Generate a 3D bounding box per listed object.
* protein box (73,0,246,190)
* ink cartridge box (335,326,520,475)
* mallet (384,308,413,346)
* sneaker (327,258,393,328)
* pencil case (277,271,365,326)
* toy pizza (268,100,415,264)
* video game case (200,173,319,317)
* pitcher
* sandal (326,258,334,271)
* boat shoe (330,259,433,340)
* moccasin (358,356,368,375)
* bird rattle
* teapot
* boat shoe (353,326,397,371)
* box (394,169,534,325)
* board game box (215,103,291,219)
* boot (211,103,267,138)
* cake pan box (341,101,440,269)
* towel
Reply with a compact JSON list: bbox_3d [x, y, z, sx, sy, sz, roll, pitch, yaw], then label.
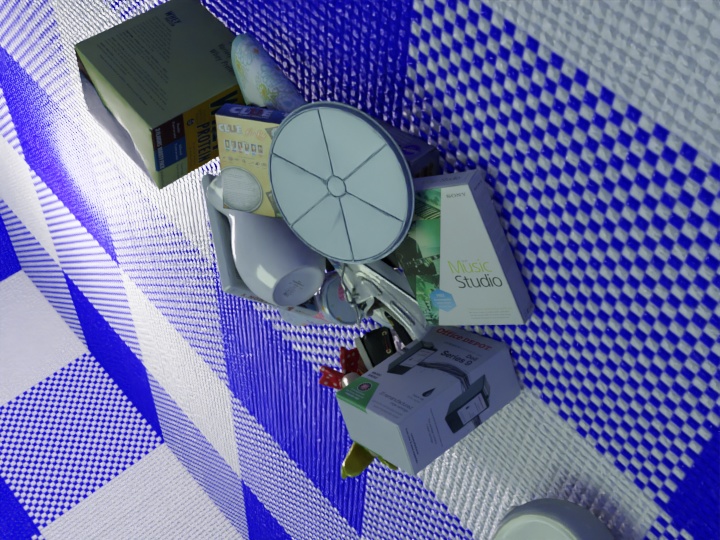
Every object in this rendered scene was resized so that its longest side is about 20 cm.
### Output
[{"bbox_3d":[-0.273,-0.266,1.415,0.199,0.199,0.135,45,153,21],"label":"protein box"},{"bbox_3d":[0.090,0.163,1.282,0.146,0.199,0.085,16,131,53],"label":"ink cartridge box"},{"bbox_3d":[0.088,0.128,1.379,0.066,0.041,0.200,29,158,41],"label":"mallet"},{"bbox_3d":[0.000,0.000,1.403,0.201,0.072,0.073,55,164,10],"label":"sneaker"},{"bbox_3d":[-0.062,0.049,1.551,0.091,0.083,0.200,43,159,-17],"label":"pencil case"},{"bbox_3d":[-0.021,-0.103,1.133,0.199,0.032,0.202,15,122,26],"label":"toy pizza"},{"bbox_3d":[-0.150,-0.036,1.445,0.023,0.182,0.201,-35,55,29],"label":"video game case"},{"bbox_3d":[-0.115,-0.041,1.365,0.171,0.121,0.200,25,-154,-52],"label":"pitcher"},{"bbox_3d":[-0.084,-0.079,1.477,0.075,0.048,0.202,27,142,46],"label":"sandal"},{"bbox_3d":[0.014,0.033,1.308,0.201,0.086,0.075,34,174,22],"label":"boat shoe"},{"bbox_3d":[0.048,0.223,1.562,0.202,0.078,0.074,57,157,-2],"label":"moccasin"},{"bbox_3d":[0.008,0.209,1.456,0.163,0.112,0.202,134,123,-79],"label":"bird rattle"},{"bbox_3d":[0.279,0.398,1.298,0.197,0.145,0.201,-30,67,36],"label":"teapot"},{"bbox_3d":[0.057,0.179,1.461,0.074,0.063,0.202,59,-174,-69],"label":"boat shoe"},{"bbox_3d":[0.109,-0.021,1.154,0.144,0.036,0.201,-4,122,39],"label":"box"},{"bbox_3d":[-0.078,-0.126,1.194,0.198,0.035,0.136,11,126,14],"label":"board game box"},{"bbox_3d":[-0.132,-0.153,1.311,0.132,0.070,0.200,55,174,-20],"label":"boot"},{"bbox_3d":[0.031,-0.099,1.252,0.184,0.052,0.201,36,147,40],"label":"cake pan box"},{"bbox_3d":[-0.104,-0.207,1.324,0.171,0.048,0.200,50,166,30],"label":"towel"}]
